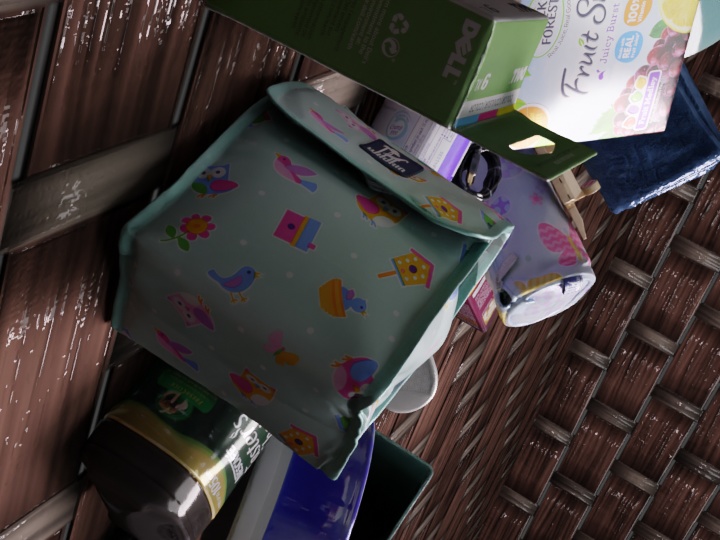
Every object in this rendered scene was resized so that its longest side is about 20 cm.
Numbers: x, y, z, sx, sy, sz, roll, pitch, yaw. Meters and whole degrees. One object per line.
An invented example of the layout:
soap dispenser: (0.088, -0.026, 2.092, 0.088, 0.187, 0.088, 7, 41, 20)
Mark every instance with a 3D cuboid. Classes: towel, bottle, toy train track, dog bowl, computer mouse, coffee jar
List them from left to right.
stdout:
coffee jar: (-0.093, 0.081, 0.777, 0.200, 0.085, 0.105, -53, 162, -25)
dog bowl: (-0.063, 0.181, 0.892, 0.200, 0.078, 0.201, -158, -90, -83)
bottle: (0.066, -0.141, 0.898, 0.201, 0.065, 0.083, -62, -153, 3)
computer mouse: (0.101, -0.130, 0.960, 0.034, 0.058, 0.201, -35, -146, 39)
toy train track: (0.169, -0.096, 1.010, 0.032, 0.115, 0.200, -28, -166, 10)
towel: (0.217, -0.156, 1.004, 0.111, 0.201, 0.049, -26, 179, 3)

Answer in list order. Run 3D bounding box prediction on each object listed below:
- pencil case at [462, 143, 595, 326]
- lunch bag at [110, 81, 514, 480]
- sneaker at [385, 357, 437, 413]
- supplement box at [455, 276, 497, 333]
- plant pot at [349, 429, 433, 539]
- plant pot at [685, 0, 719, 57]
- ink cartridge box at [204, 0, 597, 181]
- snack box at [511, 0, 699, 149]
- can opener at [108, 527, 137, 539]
pencil case: (0.119, -0.052, 1.006, 0.090, 0.201, 0.083, -11, 155, -23)
lunch bag: (-0.018, -0.013, 0.693, 0.200, 0.170, 0.122, -49, 168, -35)
sneaker: (0.000, 0.000, 0.880, 0.070, 0.201, 0.099, -20, -170, -3)
supplement box: (0.111, -0.019, 1.232, 0.111, 0.085, 0.200, -59, 164, -6)
plant pot: (-0.036, 0.230, 1.130, 0.142, 0.141, 0.200, -54, 170, -21)
plant pot: (0.208, -0.283, 0.908, 0.201, 0.200, 0.161, -57, 152, -14)
ink cartridge box: (0.033, -0.122, 0.610, 0.104, 0.199, 0.060, -26, 142, -64)
snack box: (0.158, -0.184, 0.812, 0.141, 0.053, 0.201, -8, 128, -17)
can opener: (-0.194, 0.263, 0.851, 0.200, 0.079, 0.063, -52, -159, -20)
